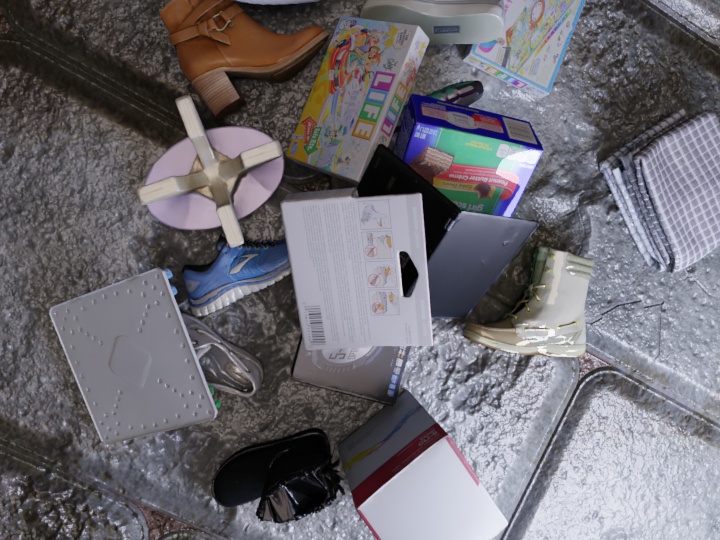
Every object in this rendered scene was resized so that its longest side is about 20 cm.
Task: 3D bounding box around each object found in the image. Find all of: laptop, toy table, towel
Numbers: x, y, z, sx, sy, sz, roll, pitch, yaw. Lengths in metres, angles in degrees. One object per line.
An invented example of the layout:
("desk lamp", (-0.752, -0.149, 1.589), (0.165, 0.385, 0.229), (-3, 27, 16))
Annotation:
("laptop", (0.085, -0.039, 0.737), (0.199, 0.115, 0.189), (41, 129, 13))
("toy table", (-0.192, -0.121, 0.737), (0.198, 0.117, 0.186), (-32, 98, -5))
("towel", (0.478, -0.120, 0.844), (0.163, 0.086, 0.203), (-30, 98, -5))

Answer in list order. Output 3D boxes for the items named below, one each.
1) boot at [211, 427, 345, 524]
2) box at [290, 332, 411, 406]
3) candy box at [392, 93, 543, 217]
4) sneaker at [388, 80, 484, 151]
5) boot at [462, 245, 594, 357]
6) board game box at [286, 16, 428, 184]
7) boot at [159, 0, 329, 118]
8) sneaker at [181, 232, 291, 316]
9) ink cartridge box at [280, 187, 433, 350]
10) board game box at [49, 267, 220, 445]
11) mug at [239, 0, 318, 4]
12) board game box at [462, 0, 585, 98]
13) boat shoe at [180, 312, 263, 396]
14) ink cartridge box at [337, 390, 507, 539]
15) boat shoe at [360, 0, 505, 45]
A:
("boot", (-0.115, 0.285, 0.758), (0.194, 0.162, 0.075), (-21, 96, -5))
("box", (0.000, 0.075, 0.816), (0.157, 0.044, 0.205), (16, 92, -9))
("candy box", (0.118, -0.107, 0.751), (0.165, 0.078, 0.202), (10, 132, -9))
("sneaker", (0.087, -0.193, 0.799), (0.196, 0.075, 0.089), (-23, 108, 6))
("boot", (0.249, 0.042, 0.834), (0.195, 0.072, 0.159), (5, 95, -13))
("board game box", (-0.007, -0.224, 0.747), (0.133, 0.034, 0.204), (23, 92, 35))
("boot", (-0.153, -0.318, 0.749), (0.197, 0.074, 0.157), (-31, 95, -6))
("sneaker", (-0.153, -0.016, 0.771), (0.197, 0.079, 0.091), (-26, 100, -5))
("ink cartridge box", (0.000, 0.000, 0.714), (0.172, 0.045, 0.205), (-3, 112, 11))
("board game box", (-0.297, 0.116, 0.749), (0.196, 0.026, 0.204), (-17, 97, 19))
("mug", (-0.142, -0.404, 0.688), (0.174, 0.198, 0.151), (-26, 126, -38))
("board game box", (0.245, -0.373, 0.816), (0.132, 0.034, 0.204), (22, 92, -9))
("boat shoe", (-0.223, 0.113, 0.775), (0.197, 0.069, 0.072), (26, 92, -9))
("ink cartridge box", (0.072, 0.284, 0.766), (0.144, 0.200, 0.147), (-37, 99, -6))
("boat shoe", (0.099, -0.358, 0.779), (0.196, 0.070, 0.073), (6, 66, 8))
